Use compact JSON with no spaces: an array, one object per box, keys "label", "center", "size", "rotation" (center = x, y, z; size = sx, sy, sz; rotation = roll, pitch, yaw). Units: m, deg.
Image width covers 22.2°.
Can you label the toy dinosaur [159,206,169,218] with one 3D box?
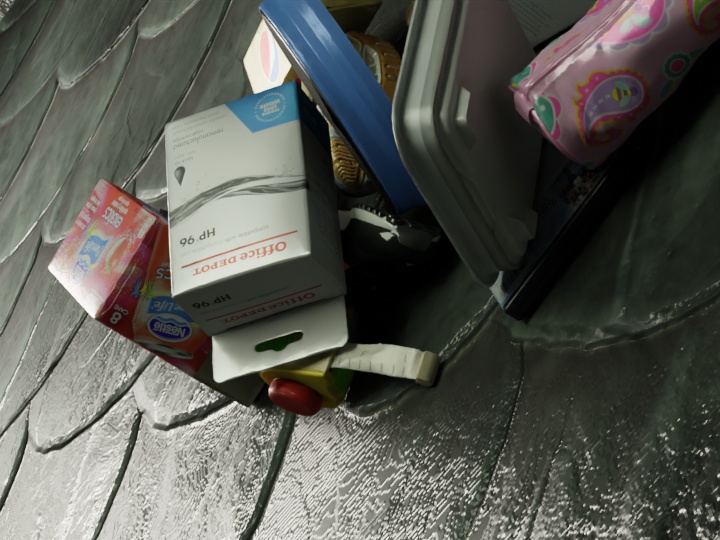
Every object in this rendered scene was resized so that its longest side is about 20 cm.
[{"label":"toy dinosaur","center":[-0.078,-0.070,1.529],"size":[0.181,0.199,0.106],"rotation":[18,88,48]}]

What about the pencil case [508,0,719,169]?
[{"label":"pencil case","center":[0.184,-0.158,1.157],"size":[0.200,0.087,0.088],"rotation":[-46,25,14]}]

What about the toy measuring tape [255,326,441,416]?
[{"label":"toy measuring tape","center":[-0.010,0.075,1.355],"size":[0.199,0.074,0.074],"rotation":[4,62,40]}]

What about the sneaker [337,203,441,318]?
[{"label":"sneaker","center":[0.000,0.000,1.410],"size":[0.200,0.069,0.091],"rotation":[8,83,66]}]

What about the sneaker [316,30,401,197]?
[{"label":"sneaker","center":[-0.002,-0.113,1.554],"size":[0.201,0.075,0.088],"rotation":[-84,18,-50]}]

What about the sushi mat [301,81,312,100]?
[{"label":"sushi mat","center":[-0.055,-0.082,1.602],"size":[0.096,0.012,0.201],"rotation":[106,169,-51]}]

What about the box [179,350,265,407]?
[{"label":"box","center":[-0.129,0.036,1.598],"size":[0.095,0.077,0.200],"rotation":[-57,23,3]}]

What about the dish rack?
[{"label":"dish rack","center":[0.084,-0.109,1.210],"size":[0.043,0.172,0.201],"rotation":[-8,48,26]}]

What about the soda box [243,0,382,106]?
[{"label":"soda box","center":[-0.046,-0.215,1.655],"size":[0.200,0.063,0.068],"rotation":[126,129,-62]}]

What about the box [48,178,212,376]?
[{"label":"box","center":[-0.177,0.002,1.508],"size":[0.096,0.099,0.200],"rotation":[-58,24,-1]}]

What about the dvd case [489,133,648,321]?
[{"label":"dvd case","center":[0.122,-0.063,1.281],"size":[0.143,0.017,0.200],"rotation":[-53,22,12]}]

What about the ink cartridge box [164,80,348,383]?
[{"label":"ink cartridge box","center":[-0.078,-0.029,1.362],"size":[0.115,0.068,0.201],"rotation":[-17,56,16]}]

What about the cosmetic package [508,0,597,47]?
[{"label":"cosmetic package","center":[0.147,-0.243,1.346],"size":[0.199,0.101,0.074],"rotation":[-26,37,50]}]

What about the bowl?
[{"label":"bowl","center":[-0.010,-0.129,1.365],"size":[0.039,0.201,0.201],"rotation":[-34,24,-1]}]

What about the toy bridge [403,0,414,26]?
[{"label":"toy bridge","center":[0.108,-0.292,1.580],"size":[0.200,0.027,0.067],"rotation":[-50,23,21]}]
